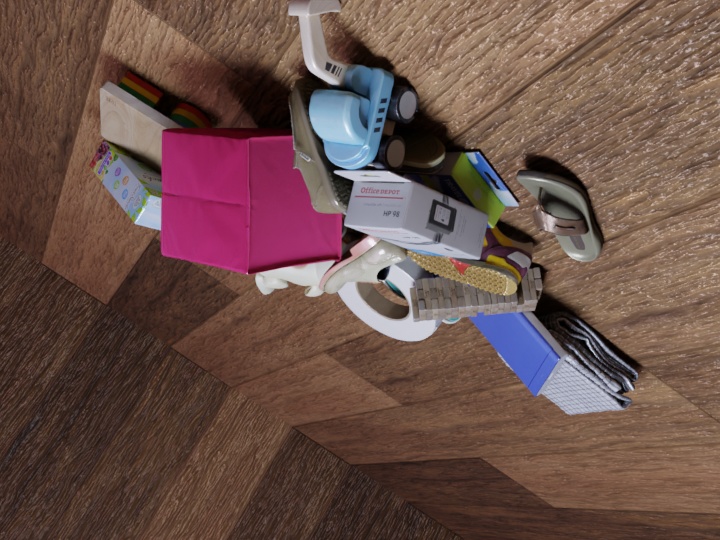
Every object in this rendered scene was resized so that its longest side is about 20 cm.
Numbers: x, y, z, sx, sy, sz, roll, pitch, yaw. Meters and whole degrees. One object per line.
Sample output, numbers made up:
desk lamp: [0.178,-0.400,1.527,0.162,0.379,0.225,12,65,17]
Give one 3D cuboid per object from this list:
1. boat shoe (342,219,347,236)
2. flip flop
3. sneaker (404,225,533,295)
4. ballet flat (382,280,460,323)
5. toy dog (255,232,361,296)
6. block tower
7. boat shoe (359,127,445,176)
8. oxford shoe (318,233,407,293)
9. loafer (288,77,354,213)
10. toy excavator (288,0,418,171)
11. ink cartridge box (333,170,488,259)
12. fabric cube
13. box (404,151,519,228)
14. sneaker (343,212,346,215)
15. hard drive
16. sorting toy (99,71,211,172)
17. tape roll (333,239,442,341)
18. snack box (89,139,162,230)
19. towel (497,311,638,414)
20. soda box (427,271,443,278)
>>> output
boat shoe: [-0.113,-0.117,1.731,0.201,0.072,0.060,31,165,10]
flip flop: [0.263,-0.065,1.350,0.081,0.058,0.200,13,154,39]
sneaker: [0.157,-0.036,1.514,0.199,0.090,0.075,24,151,18]
ballet flat: [0.095,0.026,1.797,0.200,0.070,0.069,36,159,-16]
toy dog: [-0.083,-0.027,1.822,0.199,0.140,0.194,10,162,16]
block tower: [0.176,0.038,1.563,0.199,0.054,0.058,-7,159,2]
boat shoe: [0.041,-0.157,1.407,0.200,0.072,0.066,20,136,42]
oxford shoe: [0.000,0.000,1.587,0.074,0.071,0.200,46,144,-3]
loafer: [-0.063,-0.167,1.401,0.067,0.201,0.076,-25,164,37]
toy excavator: [-0.022,-0.231,1.277,0.100,0.195,0.200,14,-178,39]
ink cartridge box: [0.062,-0.073,1.362,0.200,0.067,0.116,18,172,-41]
fabric cube: [-0.161,-0.111,1.530,0.199,0.201,0.196,11,-167,41]
box: [0.113,-0.117,1.454,0.200,0.048,0.122,8,150,48]
sneaker: [0.010,-0.097,1.610,0.200,0.074,0.079,36,164,-15]
hard drive: [0.241,0.093,1.638,0.200,0.025,0.132,51,154,22]
sorting toy: [-0.344,-0.244,1.758,0.198,0.070,0.200,32,159,-3]
tape roll: [0.046,0.034,1.684,0.202,0.037,0.203,25,145,19]
snack box: [-0.371,-0.144,1.850,0.168,0.068,0.200,15,-155,-49]
towel: [0.347,0.152,1.703,0.200,0.086,0.166,37,157,-12]
soda box: [0.144,-0.003,1.649,0.068,0.064,0.200,29,159,5]
